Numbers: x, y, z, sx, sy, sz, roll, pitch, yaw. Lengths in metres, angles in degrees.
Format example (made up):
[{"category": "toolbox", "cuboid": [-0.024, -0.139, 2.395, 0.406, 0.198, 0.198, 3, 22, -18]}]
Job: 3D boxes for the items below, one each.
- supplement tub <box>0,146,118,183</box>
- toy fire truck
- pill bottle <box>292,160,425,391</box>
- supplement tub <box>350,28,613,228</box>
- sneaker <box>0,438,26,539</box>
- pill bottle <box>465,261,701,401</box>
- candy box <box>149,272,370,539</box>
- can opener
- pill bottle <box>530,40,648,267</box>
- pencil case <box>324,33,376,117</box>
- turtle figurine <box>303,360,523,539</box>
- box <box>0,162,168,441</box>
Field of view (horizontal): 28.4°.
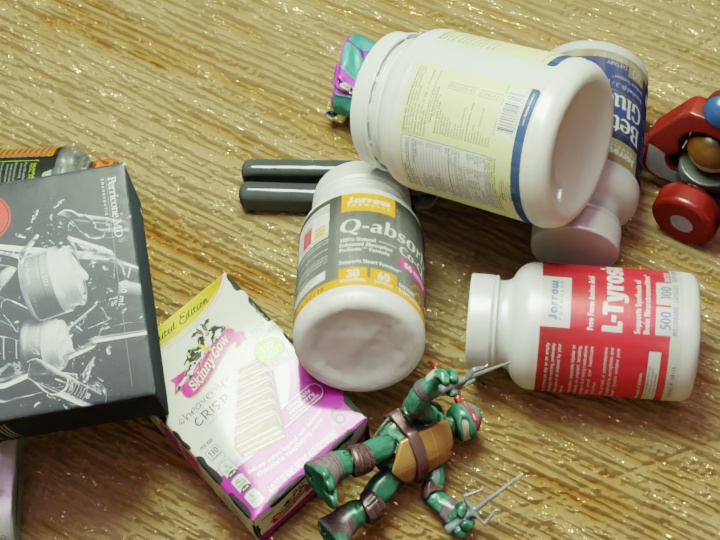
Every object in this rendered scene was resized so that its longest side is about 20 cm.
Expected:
[{"category": "supplement tub", "cuboid": [-0.324, -0.052, 1.332, 0.197, 0.123, 0.124, -1, 61, 3]}, {"category": "toy fire truck", "cuboid": [0.355, -0.094, 1.286, 0.198, 0.169, 0.113, 28, 66, 18]}, {"category": "pill bottle", "cuboid": [0.000, 0.000, 1.264, 0.114, 0.118, 0.202, -2, 42, 2]}, {"category": "supplement tub", "cuboid": [0.105, -0.129, 1.237, 0.198, 0.146, 0.146, 18, 62, 31]}, {"category": "sneaker", "cuboid": [-0.332, 0.144, 1.251, 0.070, 0.073, 0.203, 0, 62, -5]}, {"category": "pill bottle", "cuboid": [0.193, 0.052, 1.248, 0.197, 0.113, 0.114, 4, 61, 6]}, {"category": "candy box", "cuboid": [-0.105, 0.118, 1.259, 0.136, 0.061, 0.200, -40, 66, -17]}, {"category": "can opener", "cuboid": [-0.020, -0.091, 1.365, 0.197, 0.067, 0.054, 2, 60, 4]}, {"category": "pill bottle", "cuboid": [0.210, -0.104, 1.334, 0.109, 0.112, 0.203, 6, 62, 7]}, {"category": "pencil case", "cuboid": [0.065, -0.155, 1.383, 0.198, 0.086, 0.092, 25, 29, 16]}, {"category": "turtle figurine", "cuboid": [0.051, 0.159, 1.208, 0.198, 0.100, 0.152, -27, 107, -21]}, {"category": "box", "cuboid": [-0.266, 0.031, 1.196, 0.179, 0.104, 0.203, -10, 76, -5]}]
